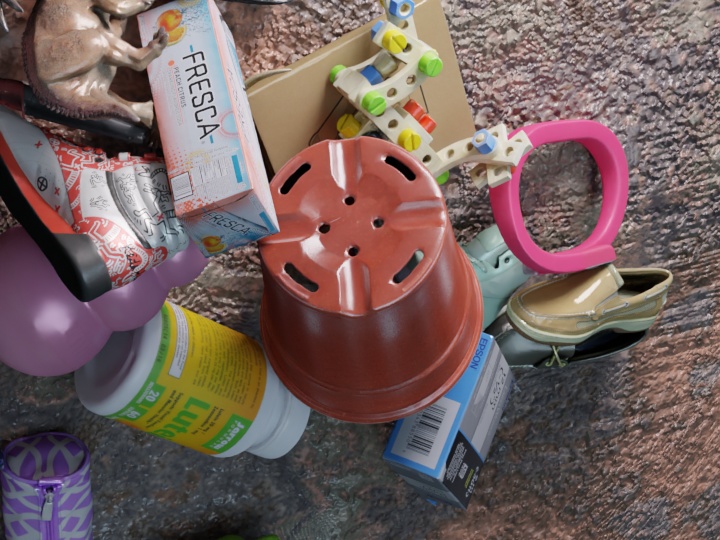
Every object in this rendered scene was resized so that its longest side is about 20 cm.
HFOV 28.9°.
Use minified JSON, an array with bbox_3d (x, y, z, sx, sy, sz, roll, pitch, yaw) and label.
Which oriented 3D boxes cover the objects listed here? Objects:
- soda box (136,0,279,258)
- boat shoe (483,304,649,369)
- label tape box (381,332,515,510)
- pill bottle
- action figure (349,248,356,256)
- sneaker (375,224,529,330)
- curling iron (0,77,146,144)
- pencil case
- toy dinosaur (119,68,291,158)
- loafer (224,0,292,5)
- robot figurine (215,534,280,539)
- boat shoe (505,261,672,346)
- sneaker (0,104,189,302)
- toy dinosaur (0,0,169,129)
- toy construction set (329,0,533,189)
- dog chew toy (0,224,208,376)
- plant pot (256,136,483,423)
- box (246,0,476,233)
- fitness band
[{"bbox_3d":[-0.118,-0.114,1.072,0.063,0.202,0.069,-18,150,6],"label":"soda box"},{"bbox_3d":[0.210,0.067,1.461,0.200,0.060,0.073,-12,121,-25],"label":"boat shoe"},{"bbox_3d":[0.096,0.150,1.362,0.144,0.066,0.200,-67,156,-15],"label":"label tape box"},{"bbox_3d":[-0.143,0.101,1.241,0.199,0.111,0.112,27,101,-38],"label":"pill bottle"},{"bbox_3d":[0.001,0.059,1.342,0.065,0.099,0.201,-28,104,-10],"label":"action figure"},{"bbox_3d":[0.091,-0.023,1.332,0.118,0.074,0.200,-47,139,9],"label":"sneaker"},{"bbox_3d":[-0.257,-0.129,1.045,0.198,0.050,0.026,20,94,-9],"label":"curling iron"},{"bbox_3d":[-0.279,0.242,1.257,0.083,0.086,0.202,-10,121,-23],"label":"pencil case"},{"bbox_3d":[-0.147,-0.105,1.173,0.101,0.058,0.201,8,120,-49],"label":"toy dinosaur"},{"bbox_3d":[-0.120,-0.247,1.088,0.198,0.072,0.073,10,109,-35],"label":"loafer"},{"bbox_3d":[-0.157,0.332,1.357,0.198,0.116,0.176,-20,154,-21],"label":"robot figurine"},{"bbox_3d":[0.231,0.022,1.393,0.199,0.072,0.076,-8,142,-38],"label":"boat shoe"},{"bbox_3d":[-0.211,-0.070,1.068,0.107,0.202,0.068,-26,149,-25],"label":"sneaker"},{"bbox_3d":[-0.220,-0.168,1.026,0.134,0.201,0.086,-2,147,-26],"label":"toy dinosaur"},{"bbox_3d":[0.052,-0.135,1.218,0.200,0.092,0.131,41,91,-28],"label":"toy construction set"},{"bbox_3d":[-0.210,0.002,1.125,0.198,0.125,0.125,-25,127,1],"label":"dog chew toy"},{"bbox_3d":[0.000,0.000,1.142,0.200,0.201,0.196,-35,159,-9],"label":"plant pot"},{"bbox_3d":[0.004,-0.135,1.254,0.199,0.021,0.165,-30,127,-14],"label":"box"},{"bbox_3d":[0.194,-0.072,1.346,0.199,0.037,0.145,-11,95,-45],"label":"fitness band"}]
